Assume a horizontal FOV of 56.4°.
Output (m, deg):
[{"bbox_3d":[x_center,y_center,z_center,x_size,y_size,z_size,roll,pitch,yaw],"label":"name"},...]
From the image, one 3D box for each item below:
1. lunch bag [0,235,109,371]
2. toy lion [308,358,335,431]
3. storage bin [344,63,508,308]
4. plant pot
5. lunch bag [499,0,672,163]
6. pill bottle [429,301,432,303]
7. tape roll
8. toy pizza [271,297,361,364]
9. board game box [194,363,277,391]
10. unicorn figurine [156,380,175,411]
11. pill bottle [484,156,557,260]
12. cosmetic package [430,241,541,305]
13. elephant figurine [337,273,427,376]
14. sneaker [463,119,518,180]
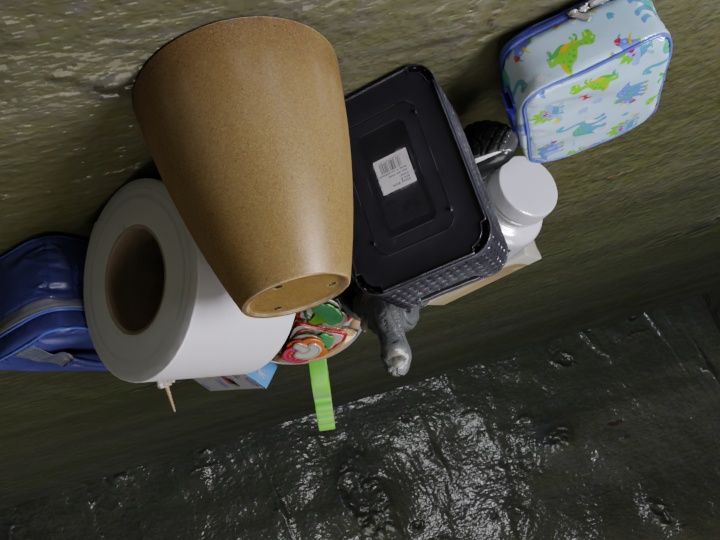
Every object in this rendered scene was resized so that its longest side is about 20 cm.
[{"bbox_3d":[-0.333,0.056,0.801,0.135,0.134,0.199,-24,161,23],"label":"lunch bag"},{"bbox_3d":[-0.065,0.154,1.054,0.068,0.194,0.200,-7,172,-4],"label":"toy lion"},{"bbox_3d":[0.048,-0.079,0.663,0.134,0.202,0.094,-23,162,17],"label":"storage bin"},{"bbox_3d":[-0.079,-0.071,0.568,0.184,0.202,0.187,-17,162,-6],"label":"plant pot"},{"bbox_3d":[0.226,-0.193,0.698,0.159,0.083,0.200,-23,162,12],"label":"lunch bag"},{"bbox_3d":[0.049,0.019,1.047,0.109,0.111,0.199,-27,174,27],"label":"pill bottle"},{"bbox_3d":[-0.181,0.013,0.714,0.202,0.205,0.138,-30,160,33],"label":"tape roll"},{"bbox_3d":[-0.090,0.067,0.880,0.197,0.032,0.202,-3,134,-3],"label":"toy pizza"},{"bbox_3d":[-0.241,0.132,1.053,0.153,0.041,0.199,41,149,-24],"label":"board game box"},{"bbox_3d":[-0.366,0.136,1.053,0.198,0.074,0.137,28,161,-1],"label":"unicorn figurine"},{"bbox_3d":[0.189,-0.072,0.962,0.118,0.121,0.200,-10,161,-24],"label":"pill bottle"},{"bbox_3d":[0.188,-0.026,1.128,0.199,0.106,0.071,-27,161,31],"label":"cosmetic package"},{"bbox_3d":[0.023,0.019,0.783,0.154,0.201,0.141,-23,170,-32],"label":"elephant figurine"},{"bbox_3d":[0.111,-0.104,0.777,0.199,0.088,0.076,-15,-144,49],"label":"sneaker"}]
